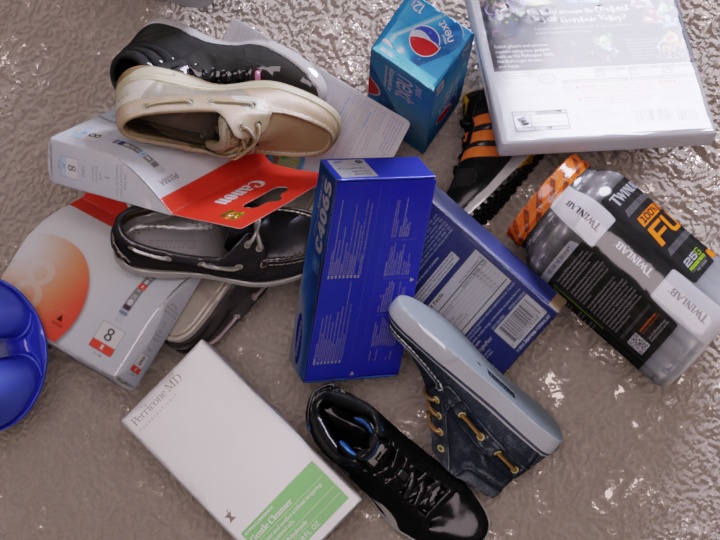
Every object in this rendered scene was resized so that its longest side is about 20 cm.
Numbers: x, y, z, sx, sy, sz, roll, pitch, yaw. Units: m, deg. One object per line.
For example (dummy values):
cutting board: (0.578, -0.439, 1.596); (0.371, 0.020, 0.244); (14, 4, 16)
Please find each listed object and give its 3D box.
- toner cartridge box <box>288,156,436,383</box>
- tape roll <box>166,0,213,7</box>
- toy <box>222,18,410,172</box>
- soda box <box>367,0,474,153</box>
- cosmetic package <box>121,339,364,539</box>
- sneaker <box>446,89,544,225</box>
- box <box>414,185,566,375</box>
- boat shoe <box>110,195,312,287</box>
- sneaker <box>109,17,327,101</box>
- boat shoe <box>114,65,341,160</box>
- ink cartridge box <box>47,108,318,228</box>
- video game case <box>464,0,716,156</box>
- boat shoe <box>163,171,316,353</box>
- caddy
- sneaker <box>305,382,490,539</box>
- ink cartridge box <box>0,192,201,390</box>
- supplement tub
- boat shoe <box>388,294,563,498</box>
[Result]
toner cartridge box: (0.000, 0.000, 1.606); (0.095, 0.043, 0.201); (-2, 120, -23)
tape roll: (-0.191, -0.346, 1.666); (0.202, 0.203, 0.140); (26, 81, 5)
toy: (-0.055, -0.134, 1.699); (0.199, 0.047, 0.116); (31, 106, 14)
soda box: (0.050, -0.170, 1.631); (0.068, 0.200, 0.064); (34, 79, 6)
cosmetic package: (-0.103, 0.169, 1.635); (0.200, 0.085, 0.108); (43, 86, 6)
sneaker: (0.115, -0.117, 1.694); (0.090, 0.070, 0.200); (39, 78, 12)
box: (0.072, 0.004, 1.648); (0.200, 0.032, 0.121); (41, 123, 2)
boat shoe: (-0.117, -0.031, 1.604); (0.199, 0.060, 0.074); (3, 69, -4)
sneaker: (-0.133, -0.162, 1.637); (0.199, 0.071, 0.099); (18, 39, 21)
boat shoe: (-0.113, -0.123, 1.589); (0.199, 0.072, 0.065); (10, 44, -15)
ink cartridge box: (-0.147, -0.099, 1.617); (0.199, 0.160, 0.048); (14, 116, 26)
video game case: (0.206, -0.186, 1.678); (0.199, 0.023, 0.183); (-4, 58, -9)
boat shoe: (-0.106, -0.006, 1.675); (0.200, 0.057, 0.067); (-46, 64, -3)
caddy: (-0.374, 0.081, 1.636); (0.199, 0.105, 0.142); (-11, 87, 20)
sneaker: (0.027, 0.178, 1.617); (0.200, 0.112, 0.073); (38, 86, 8)
ink cartridge box: (-0.219, -0.015, 1.659); (0.162, 0.050, 0.201); (27, 84, 27)
supplement tub: (0.234, -0.004, 1.641); (0.200, 0.123, 0.123); (41, 83, 6)
boat shoe: (0.079, 0.115, 1.618); (0.200, 0.071, 0.091); (42, 106, -13)
